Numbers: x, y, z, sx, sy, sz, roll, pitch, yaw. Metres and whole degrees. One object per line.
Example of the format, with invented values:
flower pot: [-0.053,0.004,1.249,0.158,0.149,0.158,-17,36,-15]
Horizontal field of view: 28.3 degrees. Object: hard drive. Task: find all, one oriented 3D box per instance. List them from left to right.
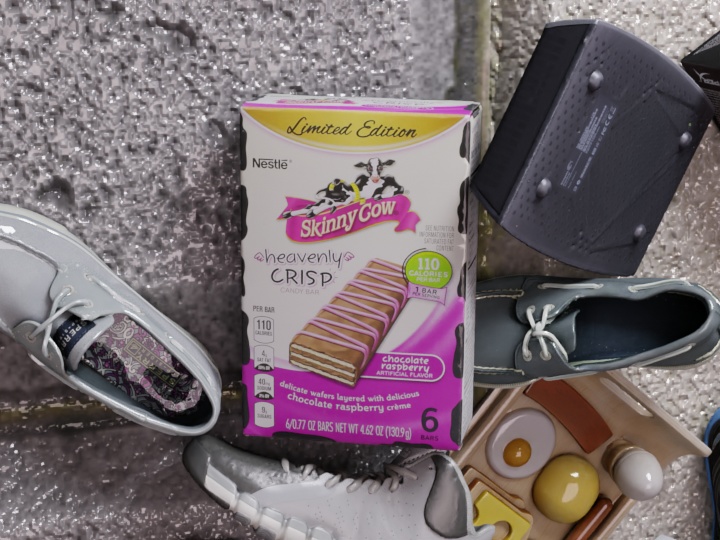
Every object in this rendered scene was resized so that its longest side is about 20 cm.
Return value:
hard drive: [0.140,-0.071,0.853,0.200,0.042,0.136,15,102,-57]

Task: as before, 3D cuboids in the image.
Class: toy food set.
toy food set: [0.122,0.157,0.947,0.143,0.060,0.200,38,91,-21]

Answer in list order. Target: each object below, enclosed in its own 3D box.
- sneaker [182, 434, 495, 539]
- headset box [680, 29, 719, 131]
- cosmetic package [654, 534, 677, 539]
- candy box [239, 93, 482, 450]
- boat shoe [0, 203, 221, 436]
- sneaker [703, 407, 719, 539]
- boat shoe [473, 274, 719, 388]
sneaker: [-0.004,0.130,0.892,0.199,0.075,0.116,34,87,-6]
headset box: [0.326,-0.096,0.932,0.148,0.075,0.200,-36,110,-5]
cosmetic package: [0.236,0.296,1.001,0.101,0.074,0.201,-35,109,-18]
candy box: [0.000,0.000,0.847,0.135,0.061,0.201,3,104,10]
boat shoe: [-0.160,0.030,0.830,0.200,0.072,0.070,36,92,-21]
sneaker: [0.279,0.190,0.983,0.070,0.083,0.201,-13,105,3]
boat shoe: [0.125,0.032,0.883,0.199,0.062,0.073,-2,77,10]
